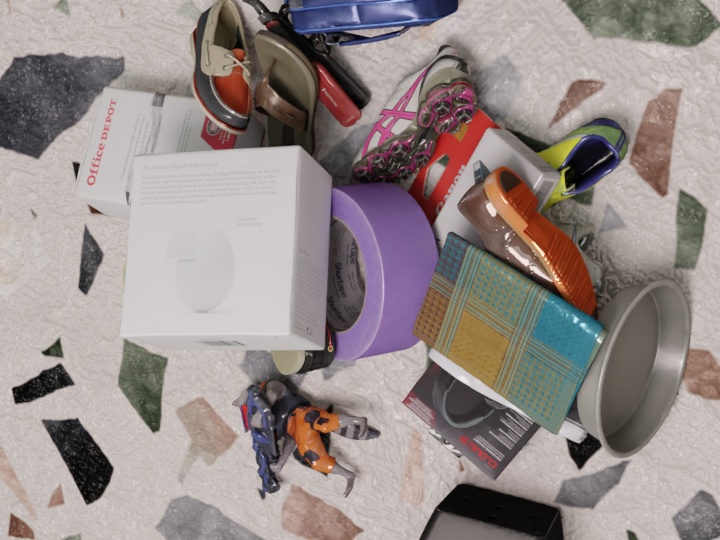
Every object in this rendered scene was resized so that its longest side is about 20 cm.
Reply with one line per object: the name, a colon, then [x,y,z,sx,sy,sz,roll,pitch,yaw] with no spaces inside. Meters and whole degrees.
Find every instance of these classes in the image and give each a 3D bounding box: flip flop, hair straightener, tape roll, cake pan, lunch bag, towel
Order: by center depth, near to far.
towel: [0.155,0.065,1.226,0.199,0.022,0.148,34,127,21]
cake pan: [0.299,0.104,1.266,0.036,0.199,0.203,18,112,39]
lunch bag: [0.006,-0.320,1.281,0.197,0.136,0.134,-2,104,21]
tape roll: [0.000,0.000,1.348,0.199,0.084,0.203,15,108,52]
flip flop: [-0.095,-0.191,1.356,0.080,0.058,0.202,28,143,22]
hair straightener: [-0.063,-0.263,1.360,0.200,0.077,0.041,43,133,-13]

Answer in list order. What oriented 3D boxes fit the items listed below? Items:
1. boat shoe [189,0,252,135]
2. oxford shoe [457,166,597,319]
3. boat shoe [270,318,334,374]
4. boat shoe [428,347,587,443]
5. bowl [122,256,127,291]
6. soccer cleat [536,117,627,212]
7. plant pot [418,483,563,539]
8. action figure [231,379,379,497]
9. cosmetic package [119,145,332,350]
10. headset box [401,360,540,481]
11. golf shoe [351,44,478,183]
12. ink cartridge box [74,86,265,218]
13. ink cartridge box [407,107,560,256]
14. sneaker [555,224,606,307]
boat shoe: [-0.157,-0.241,1.354,0.071,0.202,0.063,23,126,-35]
oxford shoe: [0.181,-0.014,1.228,0.073,0.071,0.201,-31,98,36]
boat shoe: [-0.085,0.023,1.343,0.074,0.062,0.204,-38,64,44]
boat shoe: [0.175,0.119,1.298,0.198,0.070,0.067,28,93,15]
bowl: [-0.188,0.019,1.452,0.197,0.202,0.108,9,151,18]
soccer cleat: [0.209,-0.099,1.290,0.199,0.084,0.065,-35,106,25]
plant pot: [0.152,0.372,1.394,0.197,0.200,0.180,11,98,18]
action figure: [-0.081,0.215,1.506,0.192,0.105,0.202,27,139,19]
cosmetic package: [-0.143,-0.020,1.262,0.196,0.123,0.203,-1,79,17]
headset box: [0.157,0.138,1.383,0.148,0.077,0.201,40,113,7]
golf shoe: [0.059,-0.176,1.348,0.200,0.072,0.093,-39,47,36]
ink cartridge box: [-0.235,-0.135,1.425,0.197,0.083,0.147,10,79,19]
ink cartridge box: [0.113,-0.075,1.319,0.176,0.044,0.202,45,118,33]
sneaker: [0.234,0.029,1.283,0.086,0.075,0.203,-12,61,13]
